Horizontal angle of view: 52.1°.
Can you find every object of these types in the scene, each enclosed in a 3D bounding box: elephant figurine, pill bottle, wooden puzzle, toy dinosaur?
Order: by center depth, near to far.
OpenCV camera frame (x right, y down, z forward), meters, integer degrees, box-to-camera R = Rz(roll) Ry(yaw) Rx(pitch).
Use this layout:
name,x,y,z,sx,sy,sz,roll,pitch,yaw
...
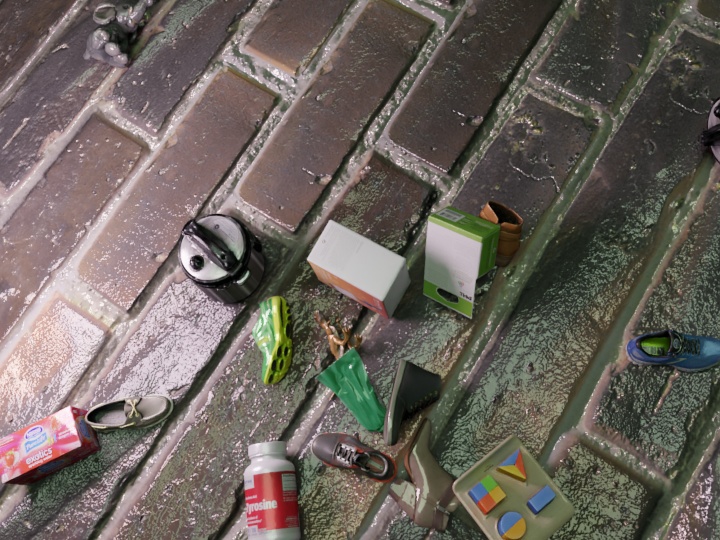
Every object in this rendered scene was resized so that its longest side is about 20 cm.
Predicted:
name,x,y,z,sx,sy,sz,roll,pitch,yaw
wooden puzzle,0.315,0.464,1.500,0.184,0.047,0.201,-33,71,-17
pill bottle,-0.189,0.472,1.560,0.110,0.112,0.204,-10,70,5
toy dinosaur,-0.047,0.179,1.674,0.105,0.060,0.204,-30,69,36
elephant figurine,-0.654,-0.666,2.002,0.152,0.141,0.204,19,76,-10

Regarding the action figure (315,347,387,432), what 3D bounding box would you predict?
name,x,y,z,sx,sy,sz,roll,pitch,yaw
action figure,0.004,0.280,1.610,0.118,0.055,0.201,-38,86,22

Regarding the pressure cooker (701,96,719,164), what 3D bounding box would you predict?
name,x,y,z,sx,sy,sz,roll,pitch,yaw
pressure cooker,0.859,-0.313,1.616,0.196,0.178,0.181,-11,50,-5

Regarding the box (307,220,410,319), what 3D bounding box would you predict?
name,x,y,z,sx,sy,sz,roll,pitch,yaw
box,0.000,0.000,1.656,0.197,0.153,0.108,28,77,17

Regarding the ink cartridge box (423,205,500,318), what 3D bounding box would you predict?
name,x,y,z,sx,sy,sz,roll,pitch,yaw
ink cartridge box,0.219,-0.019,1.637,0.146,0.204,0.075,26,38,34

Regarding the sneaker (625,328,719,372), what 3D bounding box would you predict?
name,x,y,z,sx,sy,sz,roll,pitch,yaw
sneaker,0.664,0.167,1.540,0.195,0.089,0.080,-2,72,8

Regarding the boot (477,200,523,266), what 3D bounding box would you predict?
name,x,y,z,sx,sy,sz,roll,pitch,yaw
boot,0.266,-0.097,1.647,0.198,0.156,0.077,31,61,16

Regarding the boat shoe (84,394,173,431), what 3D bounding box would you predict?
name,x,y,z,sx,sy,sz,roll,pitch,yaw
boat shoe,-0.531,0.326,1.688,0.197,0.060,0.074,-13,70,4

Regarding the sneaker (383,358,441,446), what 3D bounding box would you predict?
name,x,y,z,sx,sy,sz,roll,pitch,yaw
sneaker,0.113,0.287,1.565,0.104,0.075,0.203,16,53,1

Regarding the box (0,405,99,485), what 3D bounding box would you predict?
name,x,y,z,sx,sy,sz,roll,pitch,yaw
box,-0.712,0.400,1.673,0.197,0.096,0.101,-25,69,0

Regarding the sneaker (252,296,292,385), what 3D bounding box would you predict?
name,x,y,z,sx,sy,sz,roll,pitch,yaw
sneaker,-0.205,0.163,1.696,0.082,0.074,0.205,-7,72,33

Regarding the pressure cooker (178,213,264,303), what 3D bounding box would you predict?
name,x,y,z,sx,sy,sz,roll,pitch,yaw
pressure cooker,-0.321,-0.029,1.691,0.172,0.200,0.183,-4,70,8

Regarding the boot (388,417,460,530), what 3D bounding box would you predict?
name,x,y,z,sx,sy,sz,roll,pitch,yaw
boot,0.154,0.434,1.550,0.144,0.070,0.203,26,78,9

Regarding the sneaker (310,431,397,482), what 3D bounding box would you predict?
name,x,y,z,sx,sy,sz,roll,pitch,yaw
sneaker,-0.016,0.392,1.575,0.196,0.082,0.079,14,74,13
